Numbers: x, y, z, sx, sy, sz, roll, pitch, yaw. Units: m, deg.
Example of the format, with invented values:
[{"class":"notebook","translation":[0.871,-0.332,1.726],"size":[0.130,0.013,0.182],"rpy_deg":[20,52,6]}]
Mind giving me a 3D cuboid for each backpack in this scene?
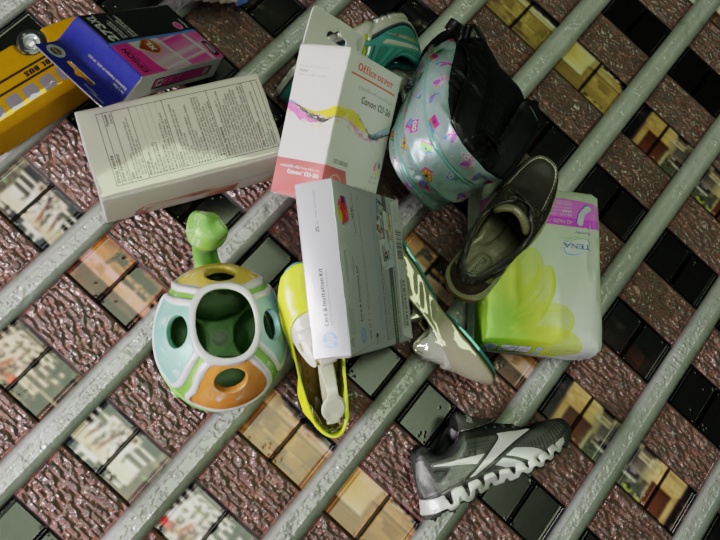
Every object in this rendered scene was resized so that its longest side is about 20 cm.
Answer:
[{"class":"backpack","translation":[0.115,-0.164,0.887],"size":[0.167,0.126,0.201],"rpy_deg":[39,43,-20]}]

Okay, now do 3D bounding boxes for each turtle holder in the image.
[{"class":"turtle holder","translation":[-0.135,0.047,0.790],"size":[0.140,0.132,0.187],"rpy_deg":[20,72,-7]}]

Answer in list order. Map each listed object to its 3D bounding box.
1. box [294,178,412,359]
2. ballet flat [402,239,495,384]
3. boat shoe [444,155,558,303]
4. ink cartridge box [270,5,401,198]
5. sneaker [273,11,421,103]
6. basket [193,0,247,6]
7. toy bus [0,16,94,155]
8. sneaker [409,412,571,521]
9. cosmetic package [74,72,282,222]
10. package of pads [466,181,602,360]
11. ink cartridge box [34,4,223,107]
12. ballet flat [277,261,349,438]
[{"class":"box","translation":[0.000,0.000,0.768],"size":[0.041,0.200,0.158],"rpy_deg":[-7,88,18]},{"class":"ballet flat","translation":[0.071,0.057,0.878],"size":[0.069,0.070,0.201],"rpy_deg":[-31,79,-19]},{"class":"boat shoe","translation":[0.166,-0.052,0.856],"size":[0.073,0.065,0.201],"rpy_deg":[33,71,2]},{"class":"ink cartridge box","translation":[-0.020,-0.170,0.848],"size":[0.067,0.116,0.202],"rpy_deg":[14,94,30]},{"class":"sneaker","translation":[-0.010,-0.244,0.932],"size":[0.199,0.077,0.080],"rpy_deg":[-28,92,-19]},{"class":"basket","translation":[-0.151,-0.404,0.900],"size":[0.198,0.139,0.178],"rpy_deg":[-12,79,-8]},{"class":"toy bus","translation":[-0.365,-0.191,0.833],"size":[0.200,0.065,0.078],"rpy_deg":[-41,89,-20]},{"class":"sneaker","translation":[0.140,0.191,0.854],"size":[0.198,0.066,0.091],"rpy_deg":[-22,84,-16]},{"class":"cosmetic package","translation":[-0.194,-0.133,0.847],"size":[0.198,0.087,0.104],"rpy_deg":[-16,81,-18]},{"class":"package of pads","translation":[0.206,0.001,0.921],"size":[0.153,0.068,0.202],"rpy_deg":[7,74,-11]},{"class":"ink cartridge box","translation":[-0.238,-0.233,0.831],"size":[0.095,0.037,0.200],"rpy_deg":[42,34,3]},{"class":"ballet flat","translation":[-0.038,0.087,0.779],"size":[0.066,0.202,0.067],"rpy_deg":[-13,34,-10]}]
